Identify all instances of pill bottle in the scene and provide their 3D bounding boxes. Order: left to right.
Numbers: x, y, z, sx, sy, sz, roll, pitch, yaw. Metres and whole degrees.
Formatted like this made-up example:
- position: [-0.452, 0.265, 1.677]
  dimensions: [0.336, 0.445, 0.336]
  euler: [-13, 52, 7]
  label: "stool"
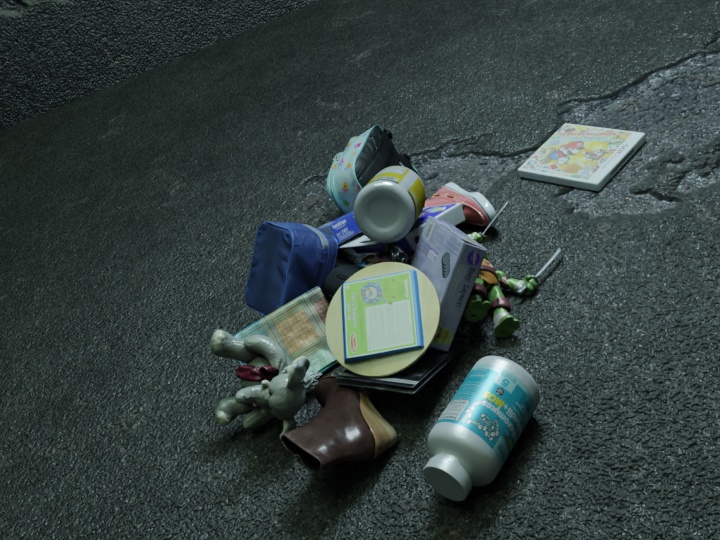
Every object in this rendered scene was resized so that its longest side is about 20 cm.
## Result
- position: [0.061, -0.129, 1.542]
  dimensions: [0.110, 0.114, 0.200]
  euler: [-12, 14, 17]
  label: "pill bottle"
- position: [0.168, 0.227, 1.198]
  dimensions: [0.110, 0.112, 0.200]
  euler: [8, 46, 40]
  label: "pill bottle"

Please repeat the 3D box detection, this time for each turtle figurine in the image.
- position: [0.239, 0.001, 1.435]
  dimensions: [0.197, 0.145, 0.196]
  euler: [-16, 39, 18]
  label: "turtle figurine"

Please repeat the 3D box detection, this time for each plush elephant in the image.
- position: [-0.152, 0.198, 1.390]
  dimensions: [0.197, 0.168, 0.155]
  euler: [3, 8, -11]
  label: "plush elephant"

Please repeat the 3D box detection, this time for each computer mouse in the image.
- position: [0.000, 0.000, 1.490]
  dimensions: [0.141, 0.046, 0.199]
  euler: [-57, 28, -9]
  label: "computer mouse"

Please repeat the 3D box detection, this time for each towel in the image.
- position: [-0.124, 0.136, 1.513]
  dimensions: [0.198, 0.022, 0.148]
  euler: [-31, 76, -10]
  label: "towel"

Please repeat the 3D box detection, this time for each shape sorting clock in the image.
- position: [0.035, 0.079, 1.367]
  dimensions: [0.197, 0.039, 0.203]
  euler: [-8, 60, 14]
  label: "shape sorting clock"

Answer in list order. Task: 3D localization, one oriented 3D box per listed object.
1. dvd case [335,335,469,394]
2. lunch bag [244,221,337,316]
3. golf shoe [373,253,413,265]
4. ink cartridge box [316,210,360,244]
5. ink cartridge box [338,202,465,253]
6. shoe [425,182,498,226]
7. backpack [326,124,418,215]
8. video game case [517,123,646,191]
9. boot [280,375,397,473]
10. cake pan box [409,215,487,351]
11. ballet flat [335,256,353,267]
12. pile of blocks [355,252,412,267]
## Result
- position: [0.073, 0.149, 1.389]
  dimensions: [0.147, 0.016, 0.199]
  euler: [2, 19, 34]
  label: "dvd case"
- position: [-0.128, 0.012, 1.623]
  dimensions: [0.131, 0.203, 0.135]
  euler: [5, 13, -40]
  label: "lunch bag"
- position: [0.124, 0.007, 1.575]
  dimensions: [0.197, 0.094, 0.073]
  euler: [-7, 0, -3]
  label: "golf shoe"
- position: [-0.064, -0.075, 1.733]
  dimensions: [0.093, 0.045, 0.199]
  euler: [-30, 6, -29]
  label: "ink cartridge box"
- position: [0.072, -0.070, 1.634]
  dimensions: [0.198, 0.044, 0.197]
  euler: [-28, 13, -30]
  label: "ink cartridge box"
- position: [0.193, -0.115, 1.691]
  dimensions: [0.090, 0.072, 0.200]
  euler: [-33, 29, -10]
  label: "shoe"
- position: [0.016, -0.188, 1.809]
  dimensions: [0.152, 0.176, 0.201]
  euler: [-24, 28, 31]
  label: "backpack"
- position: [0.454, -0.238, 1.730]
  dimensions: [0.182, 0.023, 0.199]
  euler: [-43, 37, -25]
  label: "video game case"
- position: [-0.056, 0.234, 1.310]
  dimensions: [0.165, 0.073, 0.199]
  euler: [-8, 27, -39]
  label: "boot"
- position: [0.130, 0.017, 1.436]
  dimensions: [0.200, 0.052, 0.187]
  euler: [-134, 64, -69]
  label: "cake pan box"
- position: [-0.088, -0.004, 1.719]
  dimensions: [0.197, 0.074, 0.074]
  euler: [-9, 36, 27]
  label: "ballet flat"
- position: [0.024, 0.014, 1.634]
  dimensions: [0.198, 0.063, 0.082]
  euler: [-28, 20, -18]
  label: "pile of blocks"
